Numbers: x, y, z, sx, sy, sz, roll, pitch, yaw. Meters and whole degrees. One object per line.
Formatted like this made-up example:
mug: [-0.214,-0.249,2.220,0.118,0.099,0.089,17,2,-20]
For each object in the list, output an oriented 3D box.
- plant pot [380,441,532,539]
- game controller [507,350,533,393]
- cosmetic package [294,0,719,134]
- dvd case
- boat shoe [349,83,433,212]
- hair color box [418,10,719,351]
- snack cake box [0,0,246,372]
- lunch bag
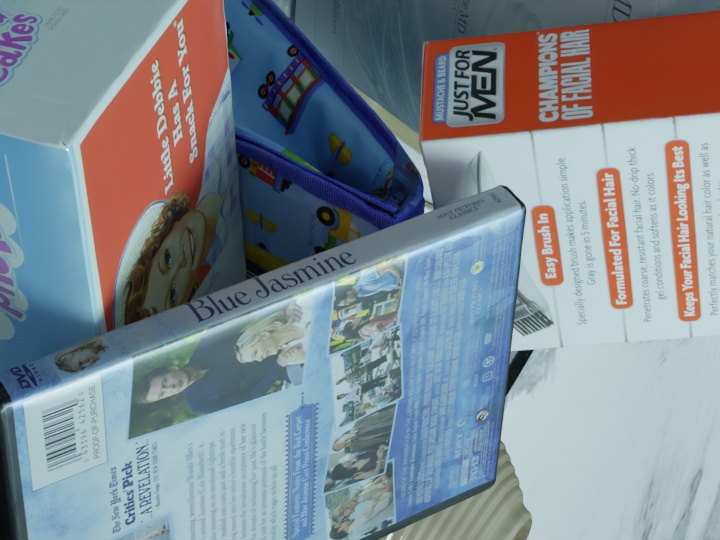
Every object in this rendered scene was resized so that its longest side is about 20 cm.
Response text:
plant pot: [0.026,0.149,1.019,0.201,0.092,0.201,-54,164,-24]
game controller: [0.093,0.027,1.203,0.201,0.042,0.104,-60,165,14]
cosmetic package: [0.082,-0.146,0.814,0.123,0.200,0.200,-32,145,-32]
dvd case: [-0.032,0.059,0.684,0.199,0.018,0.144,-21,137,-24]
boat shoe: [0.063,-0.047,0.956,0.199,0.075,0.069,17,102,-27]
hair color box: [0.127,-0.034,0.724,0.064,0.198,0.111,-86,168,-46]
snack cake box: [-0.093,-0.006,0.685,0.115,0.067,0.201,-59,157,-43]
lunch bag: [-0.035,-0.017,0.786,0.094,0.200,0.151,-33,146,-31]
